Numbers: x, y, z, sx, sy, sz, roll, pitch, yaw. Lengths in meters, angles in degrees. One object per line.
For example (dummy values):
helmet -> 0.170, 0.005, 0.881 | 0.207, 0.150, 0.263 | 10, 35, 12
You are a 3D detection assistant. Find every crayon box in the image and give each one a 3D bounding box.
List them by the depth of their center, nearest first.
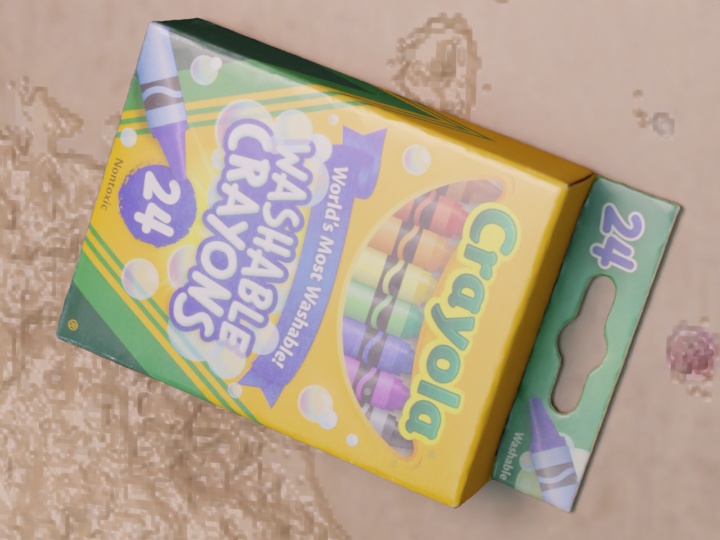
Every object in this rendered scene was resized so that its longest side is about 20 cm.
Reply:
crayon box -> 0.000, 0.000, 0.858 | 0.199, 0.052, 0.126 | 22, 104, 14
